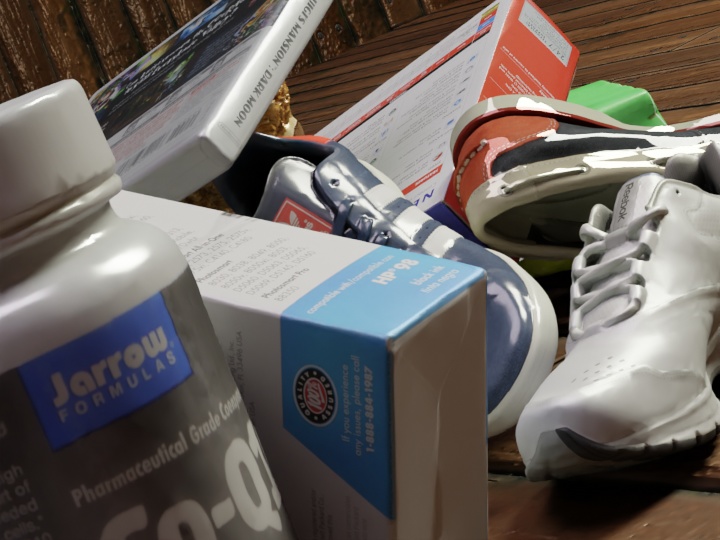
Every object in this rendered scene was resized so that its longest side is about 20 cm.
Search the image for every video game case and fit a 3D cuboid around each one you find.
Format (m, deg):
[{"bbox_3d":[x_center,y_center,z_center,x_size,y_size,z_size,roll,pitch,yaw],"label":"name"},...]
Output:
[{"bbox_3d":[-0.093,-0.065,1.030,0.199,0.023,0.182,-31,22,40],"label":"video game case"}]

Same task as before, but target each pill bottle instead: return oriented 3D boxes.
[{"bbox_3d":[-0.088,0.056,0.659,0.113,0.201,0.114,-21,10,4],"label":"pill bottle"}]

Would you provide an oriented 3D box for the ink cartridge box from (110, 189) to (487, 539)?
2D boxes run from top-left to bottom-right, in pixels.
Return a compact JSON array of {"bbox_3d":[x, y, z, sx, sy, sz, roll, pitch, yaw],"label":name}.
[{"bbox_3d":[-0.058,0.042,0.759,0.199,0.117,0.067,13,28,29],"label":"ink cartridge box"}]

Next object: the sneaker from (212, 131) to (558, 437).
[{"bbox_3d":[0.000,0.000,0.904,0.075,0.084,0.200,-59,36,5],"label":"sneaker"}]

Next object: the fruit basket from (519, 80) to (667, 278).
[{"bbox_3d":[0.071,-0.012,1.147,0.200,0.094,0.185,-38,10,-1],"label":"fruit basket"}]

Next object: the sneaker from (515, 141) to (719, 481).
[{"bbox_3d":[0.102,0.016,0.842,0.074,0.088,0.200,-14,13,30],"label":"sneaker"}]

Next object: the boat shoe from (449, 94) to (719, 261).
[{"bbox_3d":[0.135,-0.029,0.959,0.198,0.072,0.063,7,37,-13],"label":"boat shoe"}]

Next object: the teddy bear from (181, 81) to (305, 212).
[{"bbox_3d":[-0.090,-0.043,1.182,0.200,0.067,0.145,-47,10,29],"label":"teddy bear"}]

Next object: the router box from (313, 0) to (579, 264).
[{"bbox_3d":[0.003,-0.022,1.083,0.199,0.049,0.180,-34,22,35],"label":"router box"}]
